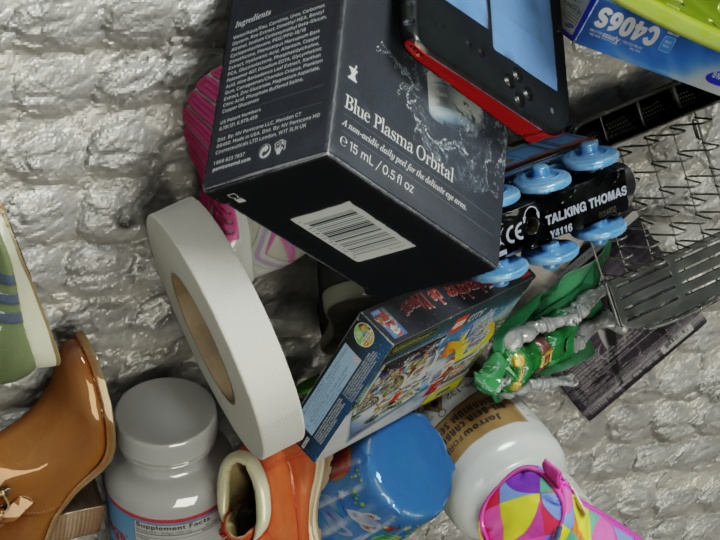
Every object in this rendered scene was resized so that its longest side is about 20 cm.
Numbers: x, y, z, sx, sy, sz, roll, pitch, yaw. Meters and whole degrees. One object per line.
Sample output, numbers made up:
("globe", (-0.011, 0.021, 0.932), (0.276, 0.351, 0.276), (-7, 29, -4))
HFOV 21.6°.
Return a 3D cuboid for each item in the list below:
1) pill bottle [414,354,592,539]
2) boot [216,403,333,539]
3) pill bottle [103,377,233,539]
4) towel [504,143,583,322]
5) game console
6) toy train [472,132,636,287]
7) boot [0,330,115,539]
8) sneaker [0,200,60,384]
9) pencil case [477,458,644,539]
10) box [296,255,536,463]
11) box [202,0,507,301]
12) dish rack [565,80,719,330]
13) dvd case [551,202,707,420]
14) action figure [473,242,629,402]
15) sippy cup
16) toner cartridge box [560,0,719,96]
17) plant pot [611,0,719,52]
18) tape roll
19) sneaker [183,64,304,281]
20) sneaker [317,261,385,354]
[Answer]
("pill bottle", (0.111, 0.165, 1.624), (0.114, 0.200, 0.115), (-16, 129, -21))
("boot", (-0.079, 0.215, 1.510), (0.107, 0.075, 0.202), (-31, 129, -56))
("pill bottle", (-0.153, 0.190, 1.542), (0.108, 0.109, 0.201), (-16, 129, -21))
("towel", (0.113, -0.031, 1.579), (0.200, 0.034, 0.133), (32, 92, -45))
("game console", (0.087, -0.203, 1.355), (0.031, 0.201, 0.176), (-23, 144, 32))
("toy train", (0.121, -0.048, 1.473), (0.199, 0.114, 0.087), (-22, 112, -33))
("boot", (-0.275, 0.140, 1.465), (0.154, 0.077, 0.201), (-6, 133, -23))
("sneaker", (-0.284, 0.009, 1.354), (0.089, 0.067, 0.201), (-23, 130, -12))
("pencil case", (0.177, 0.225, 1.514), (0.088, 0.088, 0.200), (-45, 135, 5))
("box", (0.042, 0.063, 1.483), (0.199, 0.038, 0.137), (-23, 152, -50))
("box", (0.005, -0.115, 1.339), (0.117, 0.202, 0.196), (-15, 148, 37))
("dish rack", (0.256, -0.054, 1.603), (0.152, 0.054, 0.201), (-22, 102, -17))
("dvd case", (0.224, 0.039, 1.729), (0.148, 0.016, 0.200), (-40, 135, 1))
("action figure", (0.161, 0.062, 1.611), (0.199, 0.054, 0.119), (-29, 129, -42))
("sippy cup", (0.005, 0.178, 1.579), (0.177, 0.140, 0.130), (31, 142, -25))
("toner cartridge box", (0.223, -0.194, 1.502), (0.199, 0.095, 0.043), (13, 116, -37))
("plant pot", (0.236, -0.285, 1.374), (0.199, 0.181, 0.200), (16, 106, -38))
("tape roll", (-0.101, 0.043, 1.403), (0.037, 0.203, 0.204), (-25, 132, -13))
("sneaker", (-0.077, -0.077, 1.419), (0.088, 0.082, 0.201), (-19, 139, -21))
("sneaker", (0.000, 0.000, 1.517), (0.074, 0.107, 0.200), (-5, 162, -3))
